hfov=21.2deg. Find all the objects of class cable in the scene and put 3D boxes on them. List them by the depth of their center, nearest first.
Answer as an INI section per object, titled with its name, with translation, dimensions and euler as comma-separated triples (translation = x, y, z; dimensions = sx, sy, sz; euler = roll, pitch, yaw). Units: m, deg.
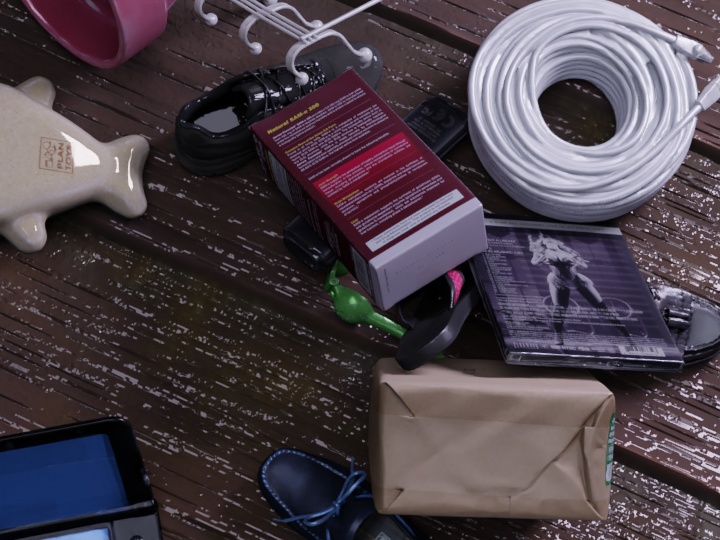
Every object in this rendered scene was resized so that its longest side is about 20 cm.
[cable]
translation = 0.190, -0.142, 1.667
dimensions = 0.200, 0.069, 0.200
euler = 33, 74, 7

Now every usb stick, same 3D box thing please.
[usb stick]
translation = 0.014, -0.077, 1.666
dimensions = 0.055, 0.033, 0.200
euler = 36, 67, 25

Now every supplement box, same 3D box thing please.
[supplement box]
translation = 0.005, -0.070, 1.602
dimensions = 0.109, 0.061, 0.200
euler = -30, 54, -14

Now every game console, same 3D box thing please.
[game console]
translation = -0.267, 0.229, 1.578
dimensions = 0.199, 0.116, 0.177
euler = -10, 76, 0

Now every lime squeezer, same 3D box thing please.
[lime squeezer]
translation = 0.000, 0.000, 1.665
dimensions = 0.070, 0.038, 0.201
euler = -25, 76, -4

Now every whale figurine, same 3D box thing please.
[whale figurine]
translation = -0.287, -0.088, 1.678
dimensions = 0.199, 0.104, 0.160
euler = 5, 75, -22

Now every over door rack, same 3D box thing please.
[over door rack]
translation = -0.025, -0.249, 1.687
dimensions = 0.200, 0.067, 0.148
euler = -40, 49, -19

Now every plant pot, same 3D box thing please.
[plant pot]
translation = -0.206, -0.307, 1.678
dimensions = 0.179, 0.200, 0.200
euler = -40, 78, -23

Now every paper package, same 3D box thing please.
[paper package]
translation = 0.101, 0.130, 1.541
dimensions = 0.190, 0.200, 0.104
euler = 2, 93, 0

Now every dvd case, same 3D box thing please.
[dvd case]
translation = 0.168, 0.016, 1.585
dimensions = 0.148, 0.016, 0.200
euler = 3, 35, -14

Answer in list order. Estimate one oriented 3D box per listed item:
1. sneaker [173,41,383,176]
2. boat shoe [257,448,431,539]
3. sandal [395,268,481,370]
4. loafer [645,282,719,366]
[sneaker]
translation = -0.071, -0.147, 1.676
dimensions = 0.199, 0.091, 0.076
euler = -27, 75, -6
[boat shoe]
translation = 0.004, 0.207, 1.599
dimensions = 0.200, 0.069, 0.084
euler = 29, 79, 8
[sandal]
translation = 0.060, 0.027, 1.577
dimensions = 0.075, 0.200, 0.045
euler = -36, 95, 16
[loafer]
translation = 0.217, 0.040, 1.635
dimensions = 0.199, 0.063, 0.072
euler = 8, 76, 4
